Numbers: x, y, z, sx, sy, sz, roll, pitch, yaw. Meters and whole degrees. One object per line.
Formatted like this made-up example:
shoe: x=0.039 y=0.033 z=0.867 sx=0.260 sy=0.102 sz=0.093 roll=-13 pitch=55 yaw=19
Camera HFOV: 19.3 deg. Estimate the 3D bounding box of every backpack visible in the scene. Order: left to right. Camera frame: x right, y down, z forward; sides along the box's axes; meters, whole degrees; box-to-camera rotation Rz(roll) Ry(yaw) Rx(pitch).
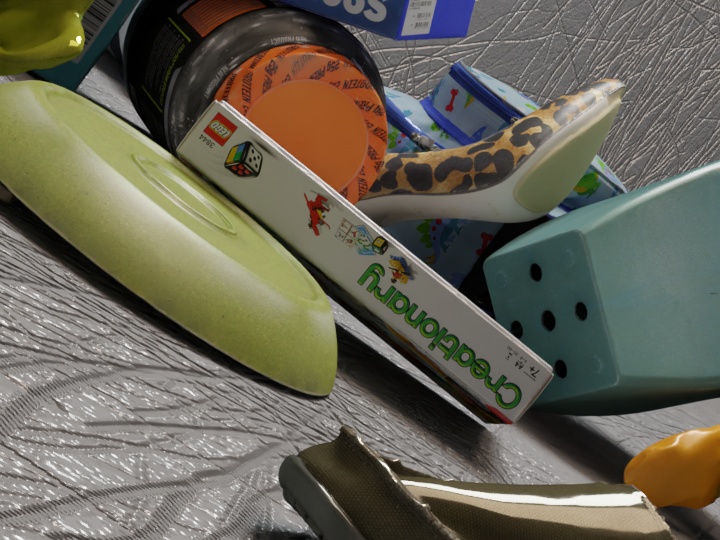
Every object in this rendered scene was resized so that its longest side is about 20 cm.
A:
backpack: x=0.075 y=-0.049 z=1.400 sx=0.200 sy=0.147 sz=0.183 roll=36 pitch=4 yaw=29

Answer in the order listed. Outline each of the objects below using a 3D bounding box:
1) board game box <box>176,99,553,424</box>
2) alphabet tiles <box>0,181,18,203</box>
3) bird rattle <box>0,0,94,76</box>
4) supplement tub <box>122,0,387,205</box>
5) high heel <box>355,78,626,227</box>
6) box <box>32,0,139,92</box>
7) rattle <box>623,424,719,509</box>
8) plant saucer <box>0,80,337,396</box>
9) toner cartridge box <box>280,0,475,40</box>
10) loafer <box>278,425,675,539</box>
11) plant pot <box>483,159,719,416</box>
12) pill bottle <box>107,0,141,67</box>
board game box: x=0.000 y=0.000 z=1.019 sx=0.200 sy=0.035 sz=0.126 roll=39 pitch=-4 yaw=2
alphabet tiles: x=-0.185 y=-0.075 z=0.899 sx=0.200 sy=0.006 sz=0.166 roll=35 pitch=7 yaw=-1
bird rattle: x=-0.186 y=-0.101 z=0.673 sx=0.200 sy=0.113 sz=0.163 roll=34 pitch=13 yaw=8
supplement tub: x=-0.059 y=-0.099 z=1.188 sx=0.122 sy=0.123 sz=0.200 roll=32 pitch=8 yaw=-24
high heel: x=0.051 y=-0.077 z=1.278 sx=0.143 sy=0.200 sz=0.071 roll=42 pitch=-11 yaw=31
box: x=-0.165 y=-0.159 z=1.270 sx=0.049 sy=0.082 sz=0.200 roll=35 pitch=7 yaw=-9
rattle: x=0.255 y=0.162 z=1.153 sx=0.143 sy=0.130 sz=0.200 roll=-4 pitch=65 yaw=-62
plant saucer: x=-0.082 y=-0.021 z=0.890 sx=0.200 sy=0.031 sz=0.200 roll=37 pitch=6 yaw=-5
toner cartridge box: x=-0.042 y=-0.177 z=1.166 sx=0.200 sy=0.043 sz=0.095 roll=22 pitch=15 yaw=22
loafer: x=0.057 y=0.089 z=0.672 sx=0.200 sy=0.070 sz=0.075 roll=30 pitch=8 yaw=-38
plant pot: x=0.181 y=0.013 z=1.242 sx=0.200 sy=0.141 sz=0.141 roll=-11 pitch=-5 yaw=-36
pill bottle: x=-0.117 y=-0.176 z=1.457 sx=0.120 sy=0.120 sz=0.200 roll=31 pitch=7 yaw=-29
